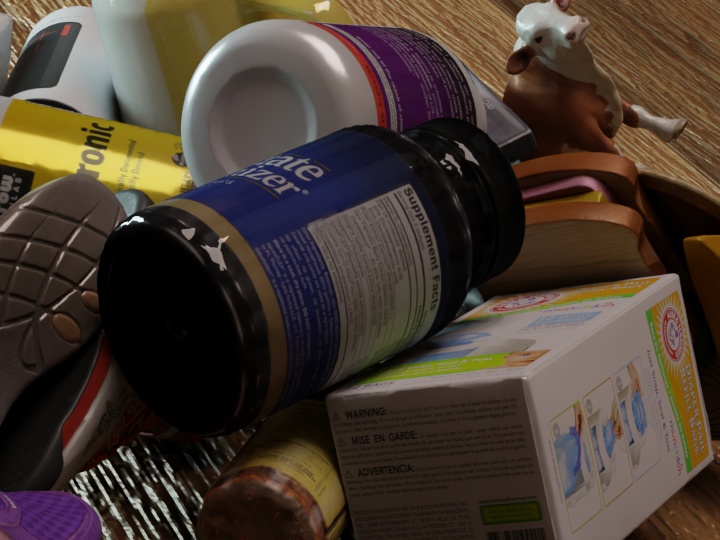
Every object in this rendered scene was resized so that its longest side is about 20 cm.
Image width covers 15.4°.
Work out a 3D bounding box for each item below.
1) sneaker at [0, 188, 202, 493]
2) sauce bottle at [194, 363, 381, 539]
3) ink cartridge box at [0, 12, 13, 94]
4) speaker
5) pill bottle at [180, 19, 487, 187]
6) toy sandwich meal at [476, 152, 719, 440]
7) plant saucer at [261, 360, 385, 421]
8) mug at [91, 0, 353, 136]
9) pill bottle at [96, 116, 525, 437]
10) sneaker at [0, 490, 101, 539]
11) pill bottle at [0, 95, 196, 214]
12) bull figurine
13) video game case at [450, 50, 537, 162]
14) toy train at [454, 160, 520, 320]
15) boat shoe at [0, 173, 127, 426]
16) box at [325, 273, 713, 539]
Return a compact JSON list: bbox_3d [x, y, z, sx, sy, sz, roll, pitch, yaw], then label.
[{"bbox_3d":[-0.115,0.065,1.309,0.067,0.108,0.202,-16,40,34],"label":"sneaker"},{"bbox_3d":[-0.024,0.095,1.303,0.066,0.066,0.200,17,19,10],"label":"sauce bottle"},{"bbox_3d":[-0.306,-0.110,1.617,0.145,0.085,0.200,14,20,2],"label":"ink cartridge box"},{"bbox_3d":[-0.187,-0.101,1.671,0.081,0.082,0.200,12,22,-3],"label":"speaker"},{"bbox_3d":[-0.005,-0.078,1.447,0.112,0.113,0.200,23,13,24],"label":"pill bottle"},{"bbox_3d":[0.142,0.024,1.429,0.204,0.206,0.070,18,44,12],"label":"toy sandwich meal"},{"bbox_3d":[-0.078,0.045,1.409,0.199,0.019,0.070,10,65,-9],"label":"plant saucer"},{"bbox_3d":[-0.075,-0.142,1.620,0.185,0.154,0.150,-12,31,18],"label":"mug"},{"bbox_3d":[-0.018,-0.004,1.274,0.199,0.113,0.112,-25,41,-38],"label":"pill bottle"},{"bbox_3d":[-0.197,0.107,1.137,0.199,0.089,0.080,0,23,-33],"label":"sneaker"},{"bbox_3d":[-0.171,-0.033,1.468,0.199,0.112,0.111,12,21,-1],"label":"pill bottle"},{"bbox_3d":[0.127,-0.083,1.674,0.121,0.200,0.065,34,47,7],"label":"bull figurine"},{"bbox_3d":[-0.007,-0.061,1.616,0.199,0.019,0.143,-28,31,-6],"label":"video game case"},{"bbox_3d":[0.068,-0.009,1.602,0.113,0.086,0.200,-11,31,-24],"label":"toy train"},{"bbox_3d":[-0.185,0.031,1.250,0.073,0.075,0.200,-5,40,48],"label":"boat shoe"},{"bbox_3d":[0.083,0.078,1.304,0.112,0.102,0.200,-8,10,30],"label":"box"}]
